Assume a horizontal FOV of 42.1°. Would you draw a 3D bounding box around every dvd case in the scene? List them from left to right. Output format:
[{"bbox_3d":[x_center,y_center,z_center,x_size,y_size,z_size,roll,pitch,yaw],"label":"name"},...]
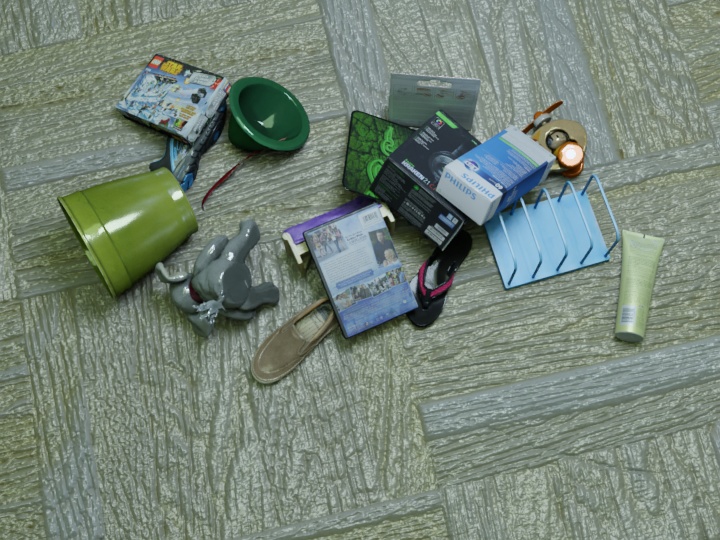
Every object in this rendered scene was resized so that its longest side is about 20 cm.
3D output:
[{"bbox_3d":[0.000,0.000,1.623,0.142,0.018,0.201,-22,94,-10],"label":"dvd case"}]

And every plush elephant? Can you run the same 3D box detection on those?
[{"bbox_3d":[-0.263,0.025,1.634,0.154,0.166,0.200,0,31,37],"label":"plush elephant"}]

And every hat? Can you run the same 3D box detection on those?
[{"bbox_3d":[-0.219,-0.246,1.771,0.199,0.176,0.166,-17,72,-46],"label":"hat"}]

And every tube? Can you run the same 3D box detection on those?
[{"bbox_3d":[0.490,0.026,1.660,0.058,0.052,0.201,27,67,-34],"label":"tube"}]

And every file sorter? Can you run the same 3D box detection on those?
[{"bbox_3d":[0.334,-0.072,1.651,0.199,0.123,0.140,-16,73,-3],"label":"file sorter"}]

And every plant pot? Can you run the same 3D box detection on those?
[{"bbox_3d":[-0.397,-0.083,1.646,0.192,0.201,0.201,-30,75,-16],"label":"plant pot"}]

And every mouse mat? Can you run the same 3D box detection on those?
[{"bbox_3d":[0.049,-0.200,1.700,0.160,0.008,0.201,16,53,-14],"label":"mouse mat"}]

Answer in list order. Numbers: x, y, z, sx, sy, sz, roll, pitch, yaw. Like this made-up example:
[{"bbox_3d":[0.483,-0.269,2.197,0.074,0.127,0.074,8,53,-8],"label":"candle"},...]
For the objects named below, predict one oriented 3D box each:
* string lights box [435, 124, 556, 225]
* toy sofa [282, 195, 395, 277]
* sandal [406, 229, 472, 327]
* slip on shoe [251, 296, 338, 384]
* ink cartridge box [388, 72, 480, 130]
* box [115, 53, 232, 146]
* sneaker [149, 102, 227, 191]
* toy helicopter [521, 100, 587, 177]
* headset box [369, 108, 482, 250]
[{"bbox_3d":[0.231,-0.165,1.586,0.103,0.059,0.200,41,49,20],"label":"string lights box"},{"bbox_3d":[-0.043,-0.079,1.683,0.199,0.083,0.098,-24,75,-6],"label":"toy sofa"},{"bbox_3d":[0.137,0.006,1.672,0.075,0.045,0.201,27,76,9],"label":"sandal"},{"bbox_3d":[-0.112,0.118,1.636,0.200,0.061,0.076,-37,76,-9],"label":"slip on shoe"},{"bbox_3d":[0.131,-0.319,1.689,0.159,0.200,0.048,5,73,3],"label":"ink cartridge box"},{"bbox_3d":[-0.348,-0.321,1.747,0.199,0.040,0.137,25,75,34],"label":"box"},{"bbox_3d":[-0.318,-0.248,1.745,0.082,0.073,0.201,27,76,8],"label":"sneaker"},{"bbox_3d":[0.317,-0.236,1.729,0.199,0.079,0.133,-7,79,13],"label":"toy helicopter"},{"bbox_3d":[0.147,-0.166,1.657,0.174,0.093,0.200,41,50,6],"label":"headset box"}]
